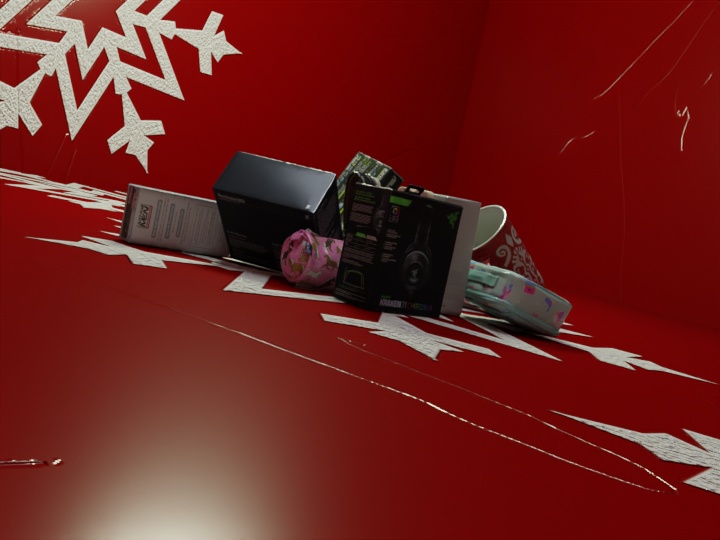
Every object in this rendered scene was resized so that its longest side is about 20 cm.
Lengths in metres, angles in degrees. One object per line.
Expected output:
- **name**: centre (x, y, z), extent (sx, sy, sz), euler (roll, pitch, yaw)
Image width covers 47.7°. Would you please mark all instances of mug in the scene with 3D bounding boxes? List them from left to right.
- **mug**: centre (0.281, -0.001, 1.684), extent (0.132, 0.179, 0.200), euler (-4, -46, 47)

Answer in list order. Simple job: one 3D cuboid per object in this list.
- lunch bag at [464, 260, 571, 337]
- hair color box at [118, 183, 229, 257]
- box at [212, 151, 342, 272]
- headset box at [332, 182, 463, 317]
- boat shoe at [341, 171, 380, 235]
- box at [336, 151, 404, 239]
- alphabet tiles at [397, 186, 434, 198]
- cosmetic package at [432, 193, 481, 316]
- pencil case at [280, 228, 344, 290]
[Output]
- **lunch bag**: centre (0.260, 0.047, 1.439), extent (0.159, 0.078, 0.200), euler (25, -2, -23)
- **hair color box**: centre (-0.329, -0.089, 1.483), extent (0.198, 0.101, 0.060), euler (9, 6, -39)
- **box**: centre (-0.142, -0.095, 1.460), extent (0.197, 0.105, 0.183), euler (15, -37, 16)
- **headset box**: centre (0.064, -0.038, 1.315), extent (0.173, 0.203, 0.092), euler (9, 5, -42)
- **boat shoe**: centre (-0.005, -0.085, 1.518), extent (0.073, 0.203, 0.060), euler (1, -11, 42)
- **box**: centre (-0.019, -0.138, 1.659), extent (0.047, 0.201, 0.193), euler (38, 1, -29)
- **alphabet tiles**: centre (0.080, -0.045, 1.449), extent (0.014, 0.203, 0.195), euler (7, 7, -33)
- **cosmetic package**: centre (0.138, -0.032, 1.448), extent (0.080, 0.203, 0.113), euler (10, 6, -28)
- **pencil case**: centre (-0.038, -0.012, 1.386), extent (0.198, 0.087, 0.083), euler (11, 40, -41)
